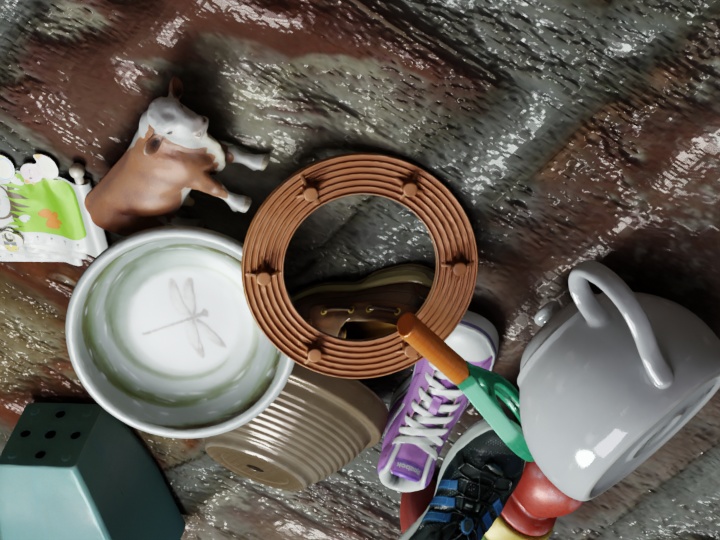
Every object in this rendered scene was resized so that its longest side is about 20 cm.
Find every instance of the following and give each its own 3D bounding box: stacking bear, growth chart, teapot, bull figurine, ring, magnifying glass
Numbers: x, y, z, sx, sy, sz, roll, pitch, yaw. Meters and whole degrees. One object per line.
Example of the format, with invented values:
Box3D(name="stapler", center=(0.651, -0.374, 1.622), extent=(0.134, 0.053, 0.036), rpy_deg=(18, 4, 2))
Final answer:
Box3D(name="stacking bear", center=(0.139, 0.219, 1.832), extent=(0.121, 0.114, 0.200), rpy_deg=(32, 133, -18))
Box3D(name="growth chart", center=(-0.319, -0.048, 1.751), extent=(0.198, 0.018, 0.145), rpy_deg=(-1, 136, 19))
Box3D(name="teapot", center=(0.200, 0.083, 1.619), extent=(0.146, 0.197, 0.200), rpy_deg=(50, 117, 15))
Box3D(name="bull figurine", center=(-0.153, -0.080, 1.617), extent=(0.121, 0.066, 0.200), rpy_deg=(27, 144, -21))
Box3D(name="ring", center=(0.000, 0.000, 1.614), extent=(0.198, 0.019, 0.203), rpy_deg=(-2, 112, -5))
Box3D(name="magnifying glass", center=(0.098, 0.097, 1.650), extent=(0.022, 0.080, 0.200), rpy_deg=(-37, 128, 18))

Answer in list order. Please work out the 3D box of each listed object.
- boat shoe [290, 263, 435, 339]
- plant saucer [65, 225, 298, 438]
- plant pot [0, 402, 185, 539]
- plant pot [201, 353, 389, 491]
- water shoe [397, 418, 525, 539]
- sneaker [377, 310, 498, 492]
Box3D(name="boat shoe", center=(-0.012, 0.053, 1.719), extent=(0.199, 0.068, 0.072), rpy_deg=(-18, 129, 35))
Box3D(name="plant saucer", center=(-0.151, 0.046, 1.666), extent=(0.198, 0.050, 0.202), rpy_deg=(0, 115, 0))
Box3D(name="plant pot", center=(-0.287, 0.237, 1.978), extent=(0.140, 0.142, 0.201), rpy_deg=(0, 130, 19))
Box3D(name="plant pot", center=(-0.081, 0.139, 1.775), extent=(0.199, 0.093, 0.201), rpy_deg=(19, 160, 7))
Box3D(name="water shoe", center=(0.094, 0.226, 1.741), extent=(0.071, 0.079, 0.201), rpy_deg=(23, 112, -17))
Box3D(name="sneaker", center=(0.067, 0.128, 1.743), extent=(0.072, 0.115, 0.201), rpy_deg=(20, 139, -2))
